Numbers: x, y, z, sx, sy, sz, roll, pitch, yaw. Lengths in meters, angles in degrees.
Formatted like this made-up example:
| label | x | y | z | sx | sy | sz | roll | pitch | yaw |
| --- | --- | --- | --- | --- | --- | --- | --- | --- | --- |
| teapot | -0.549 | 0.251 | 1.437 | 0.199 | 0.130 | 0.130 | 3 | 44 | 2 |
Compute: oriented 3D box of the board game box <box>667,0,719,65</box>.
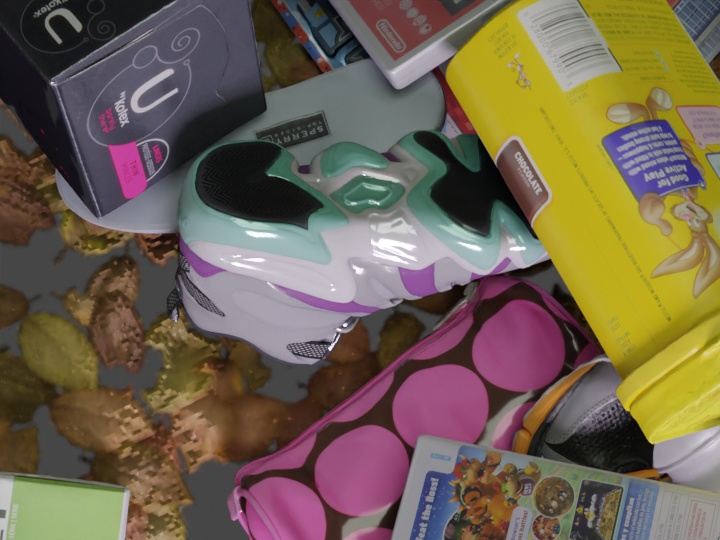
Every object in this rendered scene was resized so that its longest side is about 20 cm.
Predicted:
| label | x | y | z | sx | sy | sz | roll | pitch | yaw |
| --- | --- | --- | --- | --- | --- | --- | --- | --- | --- |
| board game box | 0.178 | -0.175 | 0.980 | 0.200 | 0.062 | 0.200 | 41 | 76 | -2 |

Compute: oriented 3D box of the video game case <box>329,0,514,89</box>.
| label | x | y | z | sx | sy | sz | roll | pitch | yaw |
| --- | --- | --- | --- | --- | --- | --- | --- | --- | --- |
| video game case | 0.067 | -0.193 | 0.901 | 0.200 | 0.017 | 0.143 | -33 | 55 | 0 |

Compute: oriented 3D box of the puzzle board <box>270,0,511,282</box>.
| label | x | y | z | sx | sy | sz | roll | pitch | yaw |
| --- | --- | --- | --- | --- | --- | --- | --- | --- | --- |
| puzzle board | 0.067 | -0.113 | 0.938 | 0.151 | 0.017 | 0.200 | -37 | 86 | 8 |

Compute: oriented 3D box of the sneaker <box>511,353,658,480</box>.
| label | x | y | z | sx | sy | sz | roll | pitch | yaw |
| --- | --- | --- | --- | --- | --- | --- | --- | --- | --- |
| sneaker | 0.114 | 0.132 | 0.867 | 0.078 | 0.077 | 0.200 | -4 | 117 | -35 |

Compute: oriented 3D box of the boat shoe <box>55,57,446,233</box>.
| label | x | y | z | sx | sy | sz | roll | pitch | yaw |
| --- | --- | --- | --- | --- | --- | --- | --- | --- | --- |
| boat shoe | -0.054 | -0.062 | 0.911 | 0.199 | 0.068 | 0.074 | -19 | 80 | -1 |

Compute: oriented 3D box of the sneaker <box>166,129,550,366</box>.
| label | x | y | z | sx | sy | sz | roll | pitch | yaw |
| --- | --- | --- | --- | --- | --- | --- | --- | --- | --- |
| sneaker | 0.000 | 0.000 | 0.884 | 0.200 | 0.140 | 0.078 | 3 | 50 | -15 |

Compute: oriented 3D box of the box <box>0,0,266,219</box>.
| label | x | y | z | sx | sy | sz | roll | pitch | yaw |
| --- | --- | --- | --- | --- | --- | --- | --- | --- | --- |
| box | -0.147 | -0.146 | 0.848 | 0.106 | 0.122 | 0.200 | -35 | 65 | -14 |

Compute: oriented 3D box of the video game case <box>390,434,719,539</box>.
| label | x | y | z | sx | sy | sz | roll | pitch | yaw |
| --- | --- | --- | --- | --- | --- | --- | --- | --- | --- |
| video game case | 0.104 | 0.160 | 0.796 | 0.200 | 0.018 | 0.143 | 10 | 72 | 18 |

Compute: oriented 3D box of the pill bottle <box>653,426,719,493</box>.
| label | x | y | z | sx | sy | sz | roll | pitch | yaw |
| --- | --- | --- | --- | --- | --- | --- | --- | --- | --- |
| pill bottle | 0.234 | 0.130 | 0.916 | 0.112 | 0.112 | 0.200 | -43 | 91 | -14 |

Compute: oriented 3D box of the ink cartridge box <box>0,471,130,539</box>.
| label | x | y | z | sx | sy | sz | roll | pitch | yaw |
| --- | --- | --- | --- | --- | --- | --- | --- | --- | --- |
| ink cartridge box | -0.146 | 0.165 | 0.790 | 0.076 | 0.200 | 0.148 | 8 | 80 | -10 |

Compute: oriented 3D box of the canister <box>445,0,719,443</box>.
| label | x | y | z | sx | sy | sz | roll | pitch | yaw |
| --- | --- | --- | --- | --- | --- | --- | --- | --- | --- |
| canister | 0.140 | -0.032 | 0.831 | 0.148 | 0.087 | 0.200 | -6 | 62 | -49 |

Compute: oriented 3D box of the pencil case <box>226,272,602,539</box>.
| label | x | y | z | sx | sy | sz | roll | pitch | yaw |
| --- | --- | --- | --- | --- | --- | --- | --- | --- | --- |
| pencil case | 0.025 | 0.086 | 0.896 | 0.200 | 0.091 | 0.094 | -38 | 92 | -12 |
